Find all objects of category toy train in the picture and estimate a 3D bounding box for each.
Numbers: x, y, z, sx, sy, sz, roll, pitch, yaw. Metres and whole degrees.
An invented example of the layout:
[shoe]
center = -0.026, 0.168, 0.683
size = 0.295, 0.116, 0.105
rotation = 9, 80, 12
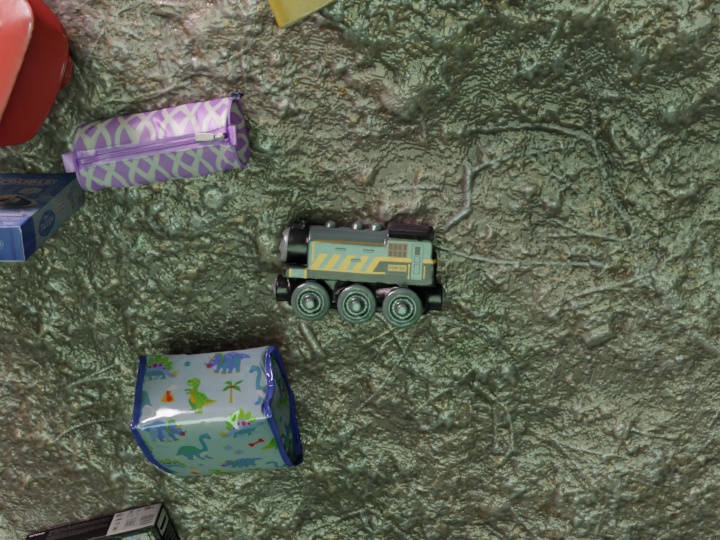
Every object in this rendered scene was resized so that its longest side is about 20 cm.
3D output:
[toy train]
center = 0.000, 0.000, 1.253
size = 0.199, 0.085, 0.114
rotation = 4, 100, 5

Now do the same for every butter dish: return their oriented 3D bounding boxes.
[butter dish]
center = -0.374, -0.222, 1.159
size = 0.199, 0.148, 0.200
rotation = 43, 117, 30

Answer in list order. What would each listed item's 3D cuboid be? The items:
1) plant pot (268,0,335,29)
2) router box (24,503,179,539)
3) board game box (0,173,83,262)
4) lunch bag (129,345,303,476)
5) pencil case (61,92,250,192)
[plant pot]
center = -0.028, -0.374, 1.046
size = 0.194, 0.196, 0.200
rotation = -26, 103, 13
[router box]
center = -0.331, 0.401, 1.448
size = 0.199, 0.051, 0.150
rotation = -14, 112, 10
[board game box]
center = -0.428, -0.061, 1.191
size = 0.199, 0.199, 0.044
rotation = 0, 110, 4
[lunch bag]
center = -0.165, 0.185, 1.314
size = 0.169, 0.128, 0.200
rotation = -4, 141, 6
[pencil case]
center = -0.218, -0.137, 1.207
size = 0.199, 0.086, 0.084
rotation = -10, 109, 9
